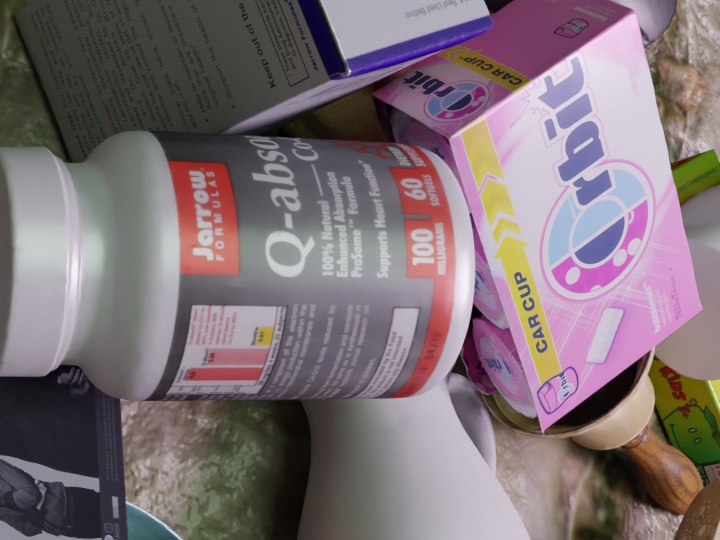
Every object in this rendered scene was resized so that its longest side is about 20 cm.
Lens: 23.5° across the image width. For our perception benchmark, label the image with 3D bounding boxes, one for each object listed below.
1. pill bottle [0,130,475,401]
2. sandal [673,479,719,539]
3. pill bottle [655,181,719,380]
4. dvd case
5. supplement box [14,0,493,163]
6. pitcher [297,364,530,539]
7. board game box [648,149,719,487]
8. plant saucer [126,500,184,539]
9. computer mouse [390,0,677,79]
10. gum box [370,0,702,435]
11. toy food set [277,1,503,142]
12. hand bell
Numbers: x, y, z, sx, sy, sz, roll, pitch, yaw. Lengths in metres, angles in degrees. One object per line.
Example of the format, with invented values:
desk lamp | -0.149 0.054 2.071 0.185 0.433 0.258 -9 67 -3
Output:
pill bottle | -0.061 -0.001 0.748 0.199 0.116 0.116 1 76 -24
sandal | 0.154 0.190 0.943 0.070 0.078 0.212 32 49 -7
pill bottle | 0.249 -0.009 1.028 0.200 0.112 0.113 -25 94 -43
dvd case | -0.191 0.044 0.728 0.200 0.025 0.151 15 55 -35
supplement box | -0.055 -0.115 0.799 0.101 0.200 0.104 -24 92 -44
pitcher | 0.036 0.134 0.872 0.171 0.121 0.201 20 52 -53
board game box | 0.219 0.035 1.098 0.101 0.048 0.200 -27 95 -42
plant saucer | -0.133 0.195 0.753 0.200 0.027 0.201 13 69 -38
computer mouse | 0.060 -0.150 0.886 0.200 0.046 0.141 24 66 5
gum box | 0.093 -0.026 0.856 0.113 0.066 0.200 -35 129 -18
toy food set | 0.032 -0.120 0.923 0.199 0.049 0.198 16 66 2
hand bell | 0.158 0.095 1.008 0.200 0.104 0.104 47 49 -45
